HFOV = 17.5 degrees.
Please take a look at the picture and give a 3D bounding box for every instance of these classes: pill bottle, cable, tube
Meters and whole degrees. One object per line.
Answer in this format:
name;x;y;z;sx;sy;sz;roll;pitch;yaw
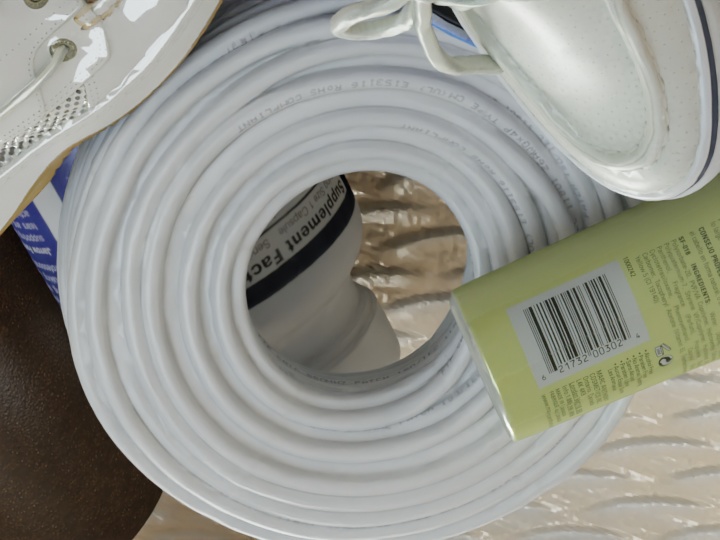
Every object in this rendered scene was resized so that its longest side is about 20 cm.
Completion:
pill bottle;-0.069;-0.032;0.845;0.115;0.116;0.201;-9;118;39
cable;0.000;0.000;0.766;0.199;0.069;0.200;35;103;-17
tube;0.127;-0.009;0.716;0.058;0.199;0.052;63;-176;-67

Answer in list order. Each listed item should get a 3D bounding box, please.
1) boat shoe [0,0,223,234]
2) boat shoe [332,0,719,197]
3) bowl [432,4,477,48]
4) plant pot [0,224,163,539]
boat shoe;-0.106;-0.076;0.713;0.069;0.071;0.200;21;122;-40
boat shoe;0.025;-0.092;0.574;0.074;0.086;0.203;-12;114;40
bowl;0.051;-0.142;0.619;0.199;0.039;0.202;19;131;23
plant pot;-0.172;0.036;0.947;0.186;0.188;0.200;-13;130;41
